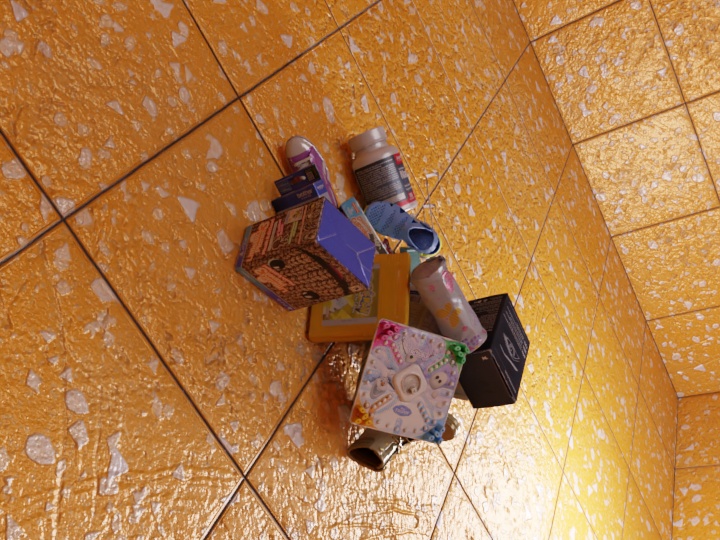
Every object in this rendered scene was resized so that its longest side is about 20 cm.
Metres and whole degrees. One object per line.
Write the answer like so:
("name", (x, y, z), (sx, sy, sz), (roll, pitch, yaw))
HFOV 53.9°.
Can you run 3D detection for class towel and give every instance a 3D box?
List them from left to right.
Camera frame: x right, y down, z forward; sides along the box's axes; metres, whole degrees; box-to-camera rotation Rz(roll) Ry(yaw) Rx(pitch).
("towel", (0.024, 0.178, 1.421), (0.023, 0.147, 0.203), (16, 69, -7))

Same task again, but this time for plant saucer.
("plant saucer", (0.122, 0.047, 1.627), (0.069, 0.019, 0.204), (-3, 89, -53))

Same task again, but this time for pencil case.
("pencil case", (0.174, 0.070, 1.400), (0.202, 0.082, 0.091), (59, 14, -15))

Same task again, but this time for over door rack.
("over door rack", (0.154, -0.118, 1.747), (0.148, 0.065, 0.203), (87, 10, -62))

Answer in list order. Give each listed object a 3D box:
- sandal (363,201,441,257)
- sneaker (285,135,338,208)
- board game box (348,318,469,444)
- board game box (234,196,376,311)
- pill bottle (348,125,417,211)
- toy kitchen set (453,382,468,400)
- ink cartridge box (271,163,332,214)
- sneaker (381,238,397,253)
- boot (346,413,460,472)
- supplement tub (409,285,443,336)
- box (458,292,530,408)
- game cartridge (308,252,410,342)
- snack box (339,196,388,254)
("sandal", (0.100, -0.094, 1.566), (0.197, 0.087, 0.081), (24, 94, -8))
("sneaker", (-0.092, -0.177, 1.433), (0.203, 0.072, 0.114), (63, 5, -15))
("board game box", (0.097, 0.213, 1.332), (0.197, 0.026, 0.203), (18, 90, -21))
("board game box", (-0.098, -0.024, 1.285), (0.159, 0.198, 0.098), (41, 47, -37))
("pill bottle", (0.047, -0.225, 1.650), (0.119, 0.118, 0.203), (-31, 102, -55))
("toy kitchen set", (0.171, 0.181, 1.654), (0.200, 0.177, 0.166), (-115, -143, -82))
("ink cartridge box", (-0.099, -0.094, 1.385), (0.042, 0.118, 0.203), (-31, 103, -52))
("sneaker", (0.068, -0.029, 1.643), (0.199, 0.070, 0.114), (-25, 100, -54))
("boot", (0.085, 0.336, 1.406), (0.155, 0.197, 0.074), (-41, 128, -52))
("supplement tub", (0.116, 0.150, 1.486), (0.145, 0.144, 0.202), (44, 59, -36))
("box", (0.279, 0.171, 1.520), (0.149, 0.103, 0.201), (61, 35, -22))
("game cartridge", (0.000, 0.052, 1.400), (0.033, 0.197, 0.179), (56, 33, -56))
("snack box", (0.019, -0.056, 1.506), (0.202, 0.037, 0.116), (59, -5, 0))
